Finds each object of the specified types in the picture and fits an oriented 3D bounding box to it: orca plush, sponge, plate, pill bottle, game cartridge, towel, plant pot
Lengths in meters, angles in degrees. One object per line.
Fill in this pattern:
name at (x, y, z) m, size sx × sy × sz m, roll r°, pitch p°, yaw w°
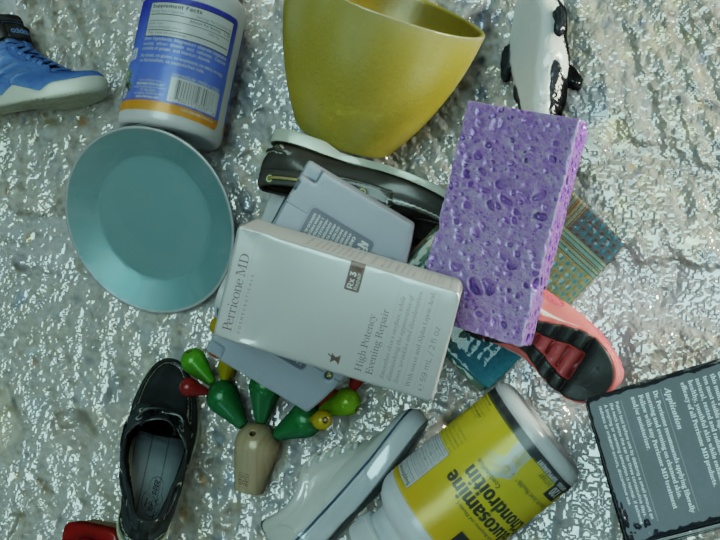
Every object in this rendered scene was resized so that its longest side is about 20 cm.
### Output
orca plush at (0.194, -0.191, 1.047) m, size 0.070 × 0.106 × 0.202 m, roll 11°, pitch 48°, yaw -23°
sponge at (0.123, -0.044, 0.959) m, size 0.111 × 0.030 × 0.203 m, roll 17°, pitch 95°, yaw 30°
plate at (-0.217, -0.054, 1.133) m, size 0.198 × 0.026 × 0.203 m, roll 7°, pitch 111°, yaw 17°
pill bottle at (-0.182, -0.237, 1.142) m, size 0.111 × 0.112 × 0.203 m, roll 8°, pitch 82°, yaw 17°
game cartridge at (-0.039, 0.020, 0.995) m, size 0.132 × 0.042 × 0.201 m, roll 30°, pitch 98°, yaw -4°
pill bottle at (0.090, 0.204, 0.985) m, size 0.199 × 0.112 × 0.112 m, roll -40°, pitch 72°, yaw 6°
towel at (0.135, -0.003, 1.042) m, size 0.147 × 0.022 × 0.200 m, roll 44°, pitch 92°, yaw 2°
plant pot at (0.004, -0.196, 1.058) m, size 0.199 × 0.200 × 0.143 m, roll 28°, pitch 113°, yaw 18°

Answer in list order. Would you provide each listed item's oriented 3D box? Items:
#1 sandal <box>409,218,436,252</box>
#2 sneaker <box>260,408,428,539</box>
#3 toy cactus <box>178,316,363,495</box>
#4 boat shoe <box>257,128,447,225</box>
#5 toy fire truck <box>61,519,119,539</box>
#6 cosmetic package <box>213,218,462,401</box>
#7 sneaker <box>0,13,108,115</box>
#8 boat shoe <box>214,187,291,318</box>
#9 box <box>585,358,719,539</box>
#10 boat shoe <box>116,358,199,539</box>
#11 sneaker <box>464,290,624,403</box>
sandal at (0.000, 0.001, 1.081) m, size 0.198 × 0.048 × 0.076 m, roll -23°, pitch 75°, yaw 10°
sneaker at (-0.020, 0.198, 1.038) m, size 0.071 × 0.073 × 0.200 m, roll 44°, pitch 94°, yaw 15°
toy cactus at (-0.095, 0.138, 1.069) m, size 0.197 × 0.102 × 0.167 m, roll 10°, pitch 93°, yaw 9°
boat shoe at (0.000, -0.074, 1.032) m, size 0.199 × 0.072 × 0.061 m, roll 20°, pitch 82°, yaw 11°
toy fire truck at (-0.269, 0.333, 1.017) m, size 0.127 × 0.200 × 0.178 m, roll 7°, pitch 82°, yaw 17°
cosmetic package at (-0.018, 0.032, 0.939) m, size 0.197 × 0.074 × 0.103 m, roll 15°, pitch 99°, yaw 4°
sneaker at (-0.375, -0.236, 1.214) m, size 0.197 × 0.077 × 0.113 m, roll -3°, pitch 88°, yaw 22°
boat shoe at (-0.068, -0.025, 1.075) m, size 0.069 × 0.071 × 0.201 m, roll 21°, pitch 63°, yaw 16°
box at (0.299, 0.140, 0.891) m, size 0.194 × 0.200 × 0.126 m, roll -17°, pitch 77°, yaw 12°
boat shoe at (-0.199, 0.169, 1.066) m, size 0.074 × 0.066 × 0.201 m, roll 15°, pitch 58°, yaw -6°
sneaker at (0.159, 0.050, 0.999) m, size 0.200 × 0.086 × 0.074 m, roll 42°, pitch 107°, yaw 25°
